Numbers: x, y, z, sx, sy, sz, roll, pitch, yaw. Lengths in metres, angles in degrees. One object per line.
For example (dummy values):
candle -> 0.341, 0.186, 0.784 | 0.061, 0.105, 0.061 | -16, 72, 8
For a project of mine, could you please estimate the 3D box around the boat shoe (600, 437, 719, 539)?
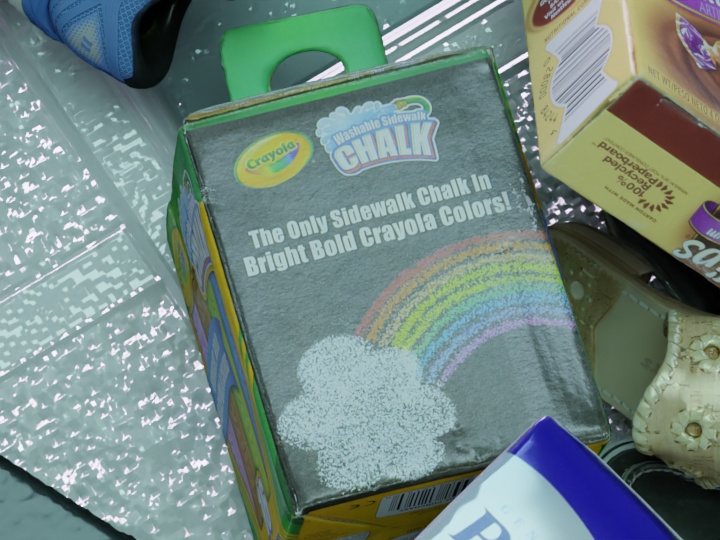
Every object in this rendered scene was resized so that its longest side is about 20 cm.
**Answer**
boat shoe -> 0.173, 0.120, 1.117 | 0.199, 0.064, 0.071 | 30, 70, 4

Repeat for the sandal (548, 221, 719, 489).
sandal -> 0.115, 0.047, 1.085 | 0.069, 0.078, 0.211 | -16, 35, -40

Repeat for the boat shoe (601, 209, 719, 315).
boat shoe -> 0.165, 0.030, 1.147 | 0.068, 0.075, 0.200 | -27, 66, -14

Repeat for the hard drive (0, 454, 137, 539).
hard drive -> -0.180, 0.154, 1.078 | 0.139, 0.033, 0.200 | 32, 70, 4

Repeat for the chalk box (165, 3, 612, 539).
chalk box -> 0.000, 0.000, 1.107 | 0.124, 0.124, 0.201 | -13, 72, -10

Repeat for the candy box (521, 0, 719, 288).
candy box -> 0.118, -0.088, 1.102 | 0.116, 0.056, 0.200 | 32, 31, -26

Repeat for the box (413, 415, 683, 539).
box -> 0.022, 0.174, 1.016 | 0.105, 0.184, 0.200 | 43, 72, 9

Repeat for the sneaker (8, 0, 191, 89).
sneaker -> -0.048, -0.150, 1.097 | 0.089, 0.200, 0.078 | 44, 29, 11
